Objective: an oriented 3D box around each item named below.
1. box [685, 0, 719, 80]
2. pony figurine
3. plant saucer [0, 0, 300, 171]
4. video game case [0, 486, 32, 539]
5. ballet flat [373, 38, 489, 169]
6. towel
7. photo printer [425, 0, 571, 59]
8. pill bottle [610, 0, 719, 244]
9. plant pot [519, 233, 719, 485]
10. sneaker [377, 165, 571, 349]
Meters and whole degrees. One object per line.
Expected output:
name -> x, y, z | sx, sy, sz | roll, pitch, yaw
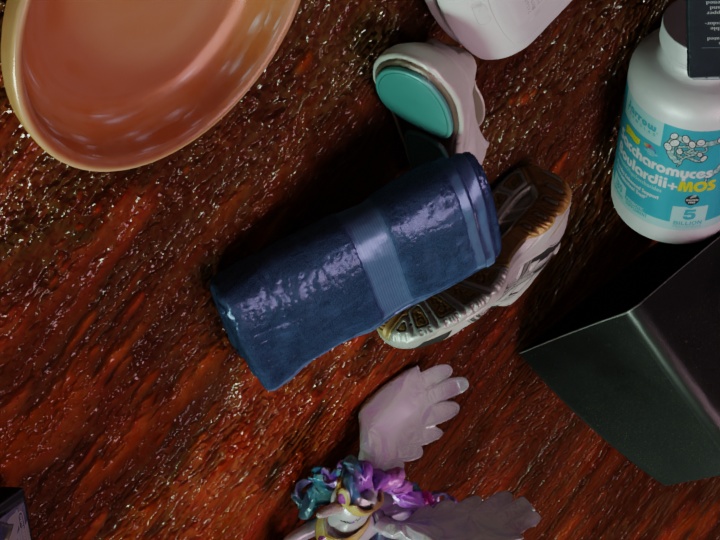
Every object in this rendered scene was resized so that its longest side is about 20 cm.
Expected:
box -> 0.280, -0.252, 1.154 | 0.201, 0.103, 0.149 | 69, 24, -58
pony figurine -> 0.022, 0.193, 1.330 | 0.192, 0.167, 0.201 | -22, 156, -30
plant saucer -> -0.108, -0.146, 0.853 | 0.200, 0.037, 0.201 | -36, 147, -28
video game case -> -0.238, 0.255, 0.970 | 0.181, 0.025, 0.202 | -36, 122, -65
ballet flat -> 0.053, -0.114, 1.101 | 0.069, 0.069, 0.200 | -46, 157, -10
towel -> 0.000, 0.000, 1.099 | 0.199, 0.049, 0.112 | -27, 146, -6
photo printer -> 0.113, -0.238, 1.032 | 0.200, 0.069, 0.167 | -47, 151, -9
pill bottle -> 0.268, -0.125, 1.339 | 0.110, 0.111, 0.201 | -35, 147, -26
plant pot -> 0.299, 0.075, 1.456 | 0.199, 0.178, 0.199 | -36, -177, -27
sneaker -> 0.094, 0.009, 1.275 | 0.199, 0.076, 0.088 | -38, 148, -23
